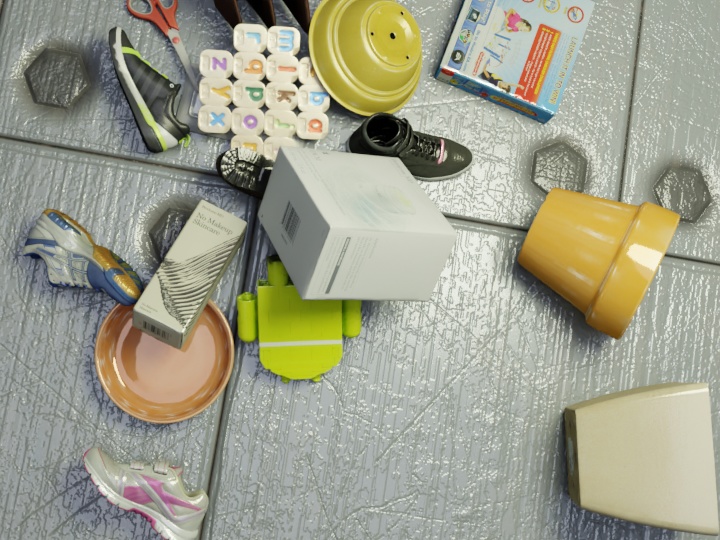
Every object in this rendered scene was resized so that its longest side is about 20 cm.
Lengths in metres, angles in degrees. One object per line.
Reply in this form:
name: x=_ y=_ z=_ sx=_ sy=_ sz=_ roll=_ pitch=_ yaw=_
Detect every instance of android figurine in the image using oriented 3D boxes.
android figurine: x=-0.087 y=0.073 z=1.311 sx=0.181 sy=0.041 sz=0.201 roll=-3 pitch=112 yaw=-5

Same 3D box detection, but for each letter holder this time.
letter holder: x=-0.149 y=-0.413 z=1.304 sx=0.100 sy=0.200 sz=0.143 roll=-33 pitch=74 yaw=-9

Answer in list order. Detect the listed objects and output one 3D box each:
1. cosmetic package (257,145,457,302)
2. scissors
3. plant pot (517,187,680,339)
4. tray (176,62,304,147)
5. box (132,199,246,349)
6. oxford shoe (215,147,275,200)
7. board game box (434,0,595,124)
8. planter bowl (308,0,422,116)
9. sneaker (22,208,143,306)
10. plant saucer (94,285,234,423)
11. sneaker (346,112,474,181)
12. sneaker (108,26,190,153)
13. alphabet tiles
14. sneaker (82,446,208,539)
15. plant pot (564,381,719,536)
cosmetic package: x=-0.007 y=-0.064 z=1.250 sx=0.199 sy=0.200 sz=0.123 roll=3 pitch=126 yaw=-31
scissors: x=-0.280 y=-0.363 z=1.381 sx=0.073 sy=0.014 sz=0.200 roll=-38 pitch=80 yaw=-10
plant pot: x=0.340 y=-0.028 z=1.337 sx=0.182 sy=0.200 sz=0.201 roll=26 pitch=81 yaw=13
tray: x=-0.176 y=-0.249 z=1.385 sx=0.198 sy=0.022 sz=0.108 roll=13 pitch=83 yaw=-4
box: x=-0.242 y=0.005 z=1.291 sx=0.082 sy=0.068 sz=0.201 roll=25 pitch=61 yaw=-2
oxford shoe: x=-0.123 y=-0.129 z=1.352 sx=0.199 sy=0.084 sz=0.073 roll=28 pitch=84 yaw=-23
board game box: x=0.242 y=-0.362 z=1.424 sx=0.195 sy=0.056 sz=0.201 roll=22 pitch=81 yaw=-3
planter bowl: x=0.029 y=-0.337 z=1.349 sx=0.199 sy=0.083 sz=0.202 roll=3 pitch=84 yaw=-30
sneaker: x=-0.399 y=0.000 z=1.306 sx=0.200 sy=0.075 sz=0.088 roll=38 pitch=93 yaw=17
plant saucer: x=-0.283 y=0.120 z=1.321 sx=0.198 sy=0.037 sz=0.202 roll=1 pitch=82 yaw=-6
sneaker: x=0.082 y=-0.185 z=1.365 sx=0.198 sy=0.099 sz=0.071 roll=8 pitch=80 yaw=-6
sneaker: x=-0.311 y=-0.271 z=1.354 sx=0.082 sy=0.072 sz=0.201 roll=-22 pitch=93 yaw=-12
alphabet tiles: x=-0.143 y=-0.261 z=1.351 sx=0.194 sy=0.015 sz=0.202 roll=1 pitch=100 yaw=-9
sneaker: x=-0.298 y=0.302 z=1.281 sx=0.200 sy=0.081 sz=0.088 roll=37 pitch=80 yaw=-9
plant pot: x=0.390 y=0.264 z=1.302 sx=0.176 sy=0.200 sz=0.201 roll=-2 pitch=83 yaw=5
